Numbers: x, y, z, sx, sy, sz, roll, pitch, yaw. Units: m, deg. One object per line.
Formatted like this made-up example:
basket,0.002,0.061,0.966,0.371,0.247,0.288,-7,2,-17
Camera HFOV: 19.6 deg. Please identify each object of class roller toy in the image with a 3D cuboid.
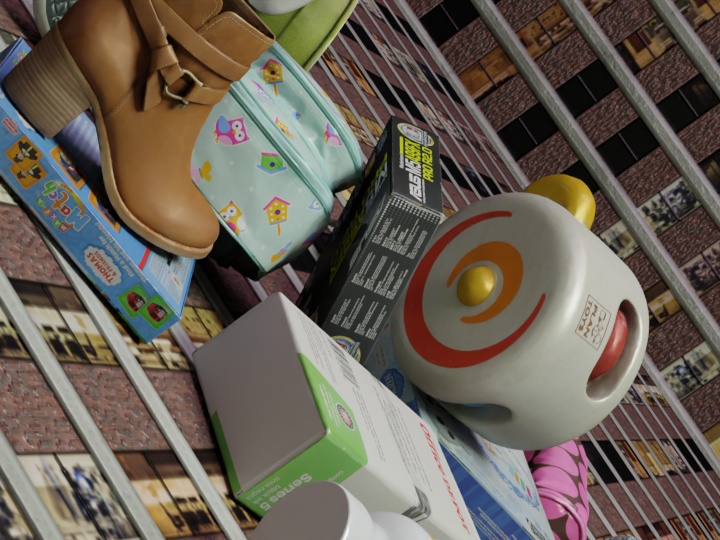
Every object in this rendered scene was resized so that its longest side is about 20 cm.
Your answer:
roller toy,0.124,0.037,1.649,0.140,0.200,0.183,39,24,-44

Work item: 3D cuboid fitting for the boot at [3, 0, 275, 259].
boot,-0.117,-0.111,1.378,0.200,0.155,0.077,48,12,-26

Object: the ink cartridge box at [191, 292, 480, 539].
ink cartridge box,-0.014,0.131,1.450,0.200,0.084,0.146,43,16,-40

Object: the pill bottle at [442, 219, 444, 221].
pill bottle,0.043,0.019,1.926,0.112,0.112,0.200,47,14,-30

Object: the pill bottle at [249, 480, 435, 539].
pill bottle,0.020,0.218,1.272,0.200,0.112,0.112,46,14,-31

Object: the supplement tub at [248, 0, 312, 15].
supplement tub,-0.086,-0.337,1.790,0.200,0.145,0.145,53,11,9

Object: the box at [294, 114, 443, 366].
box,0.000,0.000,1.581,0.044,0.200,0.160,23,24,-9

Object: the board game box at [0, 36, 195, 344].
board game box,-0.190,-0.058,1.418,0.200,0.037,0.151,52,11,-14

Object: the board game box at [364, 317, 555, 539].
board game box,0.081,0.145,1.731,0.200,0.043,0.199,48,14,-26

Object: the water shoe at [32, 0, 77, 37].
water shoe,-0.208,-0.179,1.663,0.079,0.072,0.200,35,-8,43

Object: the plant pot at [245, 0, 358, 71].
plant pot,-0.129,-0.261,1.919,0.193,0.200,0.200,38,16,-15

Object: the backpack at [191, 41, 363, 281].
backpack,-0.088,-0.087,1.548,0.176,0.153,0.200,52,2,-1

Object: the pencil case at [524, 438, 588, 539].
pencil case,0.163,0.210,1.910,0.091,0.094,0.200,62,12,-8

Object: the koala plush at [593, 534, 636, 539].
koala plush,0.312,0.322,1.846,0.184,0.200,0.177,56,17,-46
